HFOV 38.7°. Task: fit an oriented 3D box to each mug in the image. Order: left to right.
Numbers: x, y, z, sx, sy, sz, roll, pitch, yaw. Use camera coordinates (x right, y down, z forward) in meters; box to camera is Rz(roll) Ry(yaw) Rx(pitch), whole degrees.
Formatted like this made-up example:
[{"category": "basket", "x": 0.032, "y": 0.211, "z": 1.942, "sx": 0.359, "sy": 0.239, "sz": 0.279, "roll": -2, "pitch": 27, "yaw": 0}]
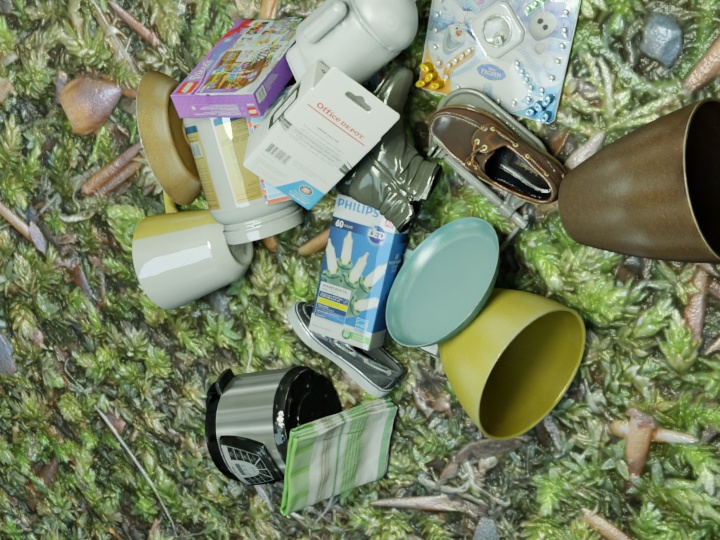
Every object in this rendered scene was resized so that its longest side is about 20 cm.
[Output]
[{"category": "mug", "x": -0.257, "y": -0.045, "z": 1.591, "sx": 0.151, "sy": 0.150, "sz": 0.189, "roll": -14, "pitch": 107, "yaw": 24}]

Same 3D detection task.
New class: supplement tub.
[{"category": "supplement tub", "x": -0.165, "y": -0.153, "z": 1.494, "sx": 0.143, "sy": 0.144, "sz": 0.203, "roll": -8, "pitch": 103, "yaw": 31}]

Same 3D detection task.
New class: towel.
[{"category": "towel", "x": -0.030, "y": 0.281, "z": 1.544, "sx": 0.031, "sy": 0.198, "sz": 0.152, "roll": 28, "pitch": 121, "yaw": 42}]

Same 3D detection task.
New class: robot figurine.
[{"category": "robot figurine", "x": -0.006, "y": -0.309, "z": 1.333, "sx": 0.199, "sy": 0.169, "sz": 0.114, "roll": -34, "pitch": 76, "yaw": 28}]

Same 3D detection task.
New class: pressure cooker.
[{"category": "pressure cooker", "x": -0.148, "y": 0.246, "z": 1.614, "sx": 0.197, "sy": 0.178, "sz": 0.179, "roll": -9, "pitch": 75, "yaw": 31}]

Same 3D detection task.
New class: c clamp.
[{"category": "c clamp", "x": 0.163, "y": -0.136, "z": 1.369, "sx": 0.200, "sy": 0.027, "sz": 0.171, "roll": 45, "pitch": 128, "yaw": 2}]

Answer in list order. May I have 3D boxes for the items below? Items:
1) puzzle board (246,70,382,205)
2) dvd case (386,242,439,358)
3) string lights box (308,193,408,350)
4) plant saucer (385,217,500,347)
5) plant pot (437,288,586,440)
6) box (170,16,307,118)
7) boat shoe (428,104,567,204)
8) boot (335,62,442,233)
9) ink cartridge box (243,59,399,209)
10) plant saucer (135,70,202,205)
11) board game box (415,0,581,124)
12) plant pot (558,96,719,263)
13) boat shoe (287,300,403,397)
[{"category": "puzzle board", "x": -0.053, "y": -0.187, "z": 1.423, "sx": 0.197, "sy": 0.017, "sz": 0.153, "roll": -14, "pitch": 104, "yaw": -8}, {"category": "dvd case", "x": 0.048, "y": 0.025, "z": 1.512, "sx": 0.198, "sy": 0.022, "sz": 0.148, "roll": 24, "pitch": 118, "yaw": 21}, {"category": "string lights box", "x": 0.000, "y": 0.000, "z": 1.469, "sx": 0.101, "sy": 0.059, "sz": 0.203, "roll": 16, "pitch": 100, "yaw": 22}, {"category": "plant saucer", "x": 0.115, "y": 0.020, "z": 1.380, "sx": 0.199, "sy": 0.202, "sz": 0.027, "roll": -31, "pitch": 127, "yaw": 34}, {"category": "plant pot", "x": 0.185, "y": 0.104, "z": 1.382, "sx": 0.142, "sy": 0.198, "sz": 0.203, "roll": 38, "pitch": 125, "yaw": 40}, {"category": "box", "x": -0.154, "y": -0.281, "z": 1.411, "sx": 0.135, "sy": 0.201, "sz": 0.039, "roll": 4, "pitch": 134, "yaw": 28}, {"category": "boat shoe", "x": 0.171, "y": -0.148, "z": 1.309, "sx": 0.198, "sy": 0.070, "sz": 0.071, "roll": 28, "pitch": 122, "yaw": 14}, {"category": "boot", "x": 0.060, "y": -0.162, "z": 1.379, "sx": 0.130, "sy": 0.067, "sz": 0.202, "roll": 30, "pitch": 105, "yaw": 21}, {"category": "ink cartridge box", "x": -0.049, "y": -0.185, "z": 1.326, "sx": 0.115, "sy": 0.068, "sz": 0.200, "roll": 32, "pitch": 128, "yaw": -23}, {"category": "plant saucer", "x": -0.265, "y": -0.199, "z": 1.510, "sx": 0.035, "sy": 0.200, "sz": 0.203, "roll": -12, "pitch": 102, "yaw": 15}, {"category": "board game box", "x": 0.174, "y": -0.308, "z": 1.318, "sx": 0.197, "sy": 0.026, "sz": 0.203, "roll": 20, "pitch": 116, "yaw": 23}, {"category": "plant pot", "x": 0.344, "y": -0.091, "z": 1.227, "sx": 0.198, "sy": 0.186, "sz": 0.190, "roll": -9, "pitch": 104, "yaw": 46}, {"category": "boat shoe", "x": -0.020, "y": 0.105, "z": 1.549, "sx": 0.199, "sy": 0.072, "sz": 0.068, "roll": 41, "pitch": 124, "yaw": 7}]
